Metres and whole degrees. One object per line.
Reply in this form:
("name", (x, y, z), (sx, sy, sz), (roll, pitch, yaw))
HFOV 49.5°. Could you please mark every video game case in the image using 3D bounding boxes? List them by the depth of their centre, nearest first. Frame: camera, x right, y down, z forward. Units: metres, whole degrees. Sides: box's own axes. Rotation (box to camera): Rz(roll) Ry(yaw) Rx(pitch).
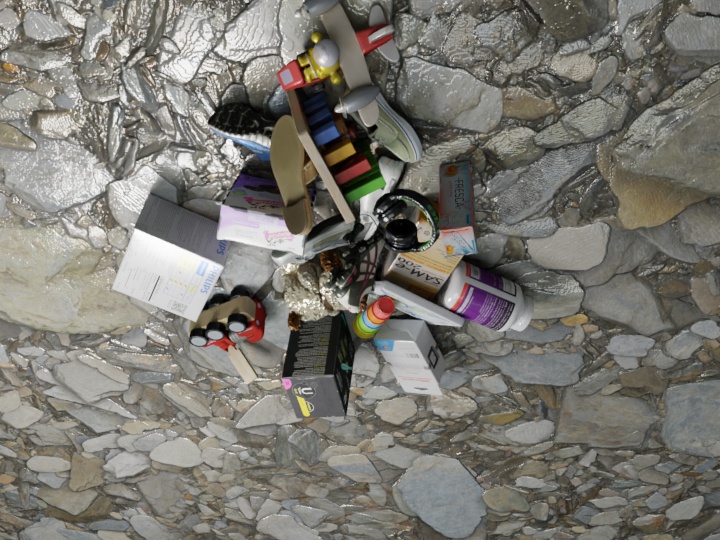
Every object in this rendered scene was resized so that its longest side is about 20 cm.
("video game case", (0.106, 0.073, 1.706), (0.198, 0.022, 0.182), (26, 171, -15))

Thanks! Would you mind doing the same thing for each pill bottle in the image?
("pill bottle", (0.270, 0.061, 1.686), (0.198, 0.113, 0.113), (22, 132, -13))

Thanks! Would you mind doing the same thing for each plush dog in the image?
("plush dog", (-0.075, 0.042, 1.679), (0.170, 0.162, 0.201), (-19, 127, 27))

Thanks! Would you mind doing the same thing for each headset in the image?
("headset", (0.058, -0.085, 1.488), (0.198, 0.094, 0.125), (-1, 122, 44))

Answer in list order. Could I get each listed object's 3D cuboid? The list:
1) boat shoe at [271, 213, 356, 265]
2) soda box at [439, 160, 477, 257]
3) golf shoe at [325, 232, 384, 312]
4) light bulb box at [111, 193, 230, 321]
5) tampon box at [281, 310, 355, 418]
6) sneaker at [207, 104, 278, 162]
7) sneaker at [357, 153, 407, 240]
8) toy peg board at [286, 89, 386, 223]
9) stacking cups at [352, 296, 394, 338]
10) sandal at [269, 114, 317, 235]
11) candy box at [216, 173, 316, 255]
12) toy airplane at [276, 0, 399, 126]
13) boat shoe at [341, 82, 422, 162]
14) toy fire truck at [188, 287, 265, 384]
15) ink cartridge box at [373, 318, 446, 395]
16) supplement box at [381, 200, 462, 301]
("boat shoe", (-0.089, -0.053, 1.586), (0.074, 0.201, 0.066), (14, 125, 48))
("soda box", (0.183, -0.118, 1.473), (0.063, 0.202, 0.069), (-6, 133, 12))
("golf shoe", (0.000, 0.000, 1.607), (0.077, 0.201, 0.089), (-13, 118, 42))
("light bulb box", (-0.404, -0.024, 1.687), (0.198, 0.126, 0.199), (23, 131, -15))
("tampon box", (-0.095, 0.218, 1.818), (0.124, 0.202, 0.151), (-5, 132, 11))
("sneaker", (-0.199, -0.247, 1.485), (0.197, 0.079, 0.090), (21, 148, 7))
("sneaker", (0.026, -0.149, 1.566), (0.079, 0.074, 0.202), (25, 128, 4))
("toy peg board", (-0.039, -0.230, 1.419), (0.097, 0.201, 0.200), (-26, 126, 5))
("stacking cups", (0.028, 0.102, 1.730), (0.060, 0.061, 0.200), (15, 162, -6))
("sandal", (-0.109, -0.170, 1.419), (0.077, 0.215, 0.069), (-10, 176, 35))
("candy box", (-0.177, -0.112, 1.519), (0.165, 0.201, 0.073), (11, 113, -4))
("toy airplane", (-0.032, -0.366, 1.309), (0.198, 0.141, 0.201), (25, 108, 7))
("boat shoe", (0.036, -0.266, 1.438), (0.200, 0.062, 0.072), (46, 156, -22))
("toy fire truck", (-0.289, 0.163, 1.859), (0.174, 0.130, 0.200), (-21, 139, 23))
("ink cartridge box", (0.126, 0.205, 1.849), (0.114, 0.067, 0.201), (0, 136, 33))
("supplement box", (0.139, -0.040, 1.637), (0.124, 0.074, 0.201), (20, 132, -11))
